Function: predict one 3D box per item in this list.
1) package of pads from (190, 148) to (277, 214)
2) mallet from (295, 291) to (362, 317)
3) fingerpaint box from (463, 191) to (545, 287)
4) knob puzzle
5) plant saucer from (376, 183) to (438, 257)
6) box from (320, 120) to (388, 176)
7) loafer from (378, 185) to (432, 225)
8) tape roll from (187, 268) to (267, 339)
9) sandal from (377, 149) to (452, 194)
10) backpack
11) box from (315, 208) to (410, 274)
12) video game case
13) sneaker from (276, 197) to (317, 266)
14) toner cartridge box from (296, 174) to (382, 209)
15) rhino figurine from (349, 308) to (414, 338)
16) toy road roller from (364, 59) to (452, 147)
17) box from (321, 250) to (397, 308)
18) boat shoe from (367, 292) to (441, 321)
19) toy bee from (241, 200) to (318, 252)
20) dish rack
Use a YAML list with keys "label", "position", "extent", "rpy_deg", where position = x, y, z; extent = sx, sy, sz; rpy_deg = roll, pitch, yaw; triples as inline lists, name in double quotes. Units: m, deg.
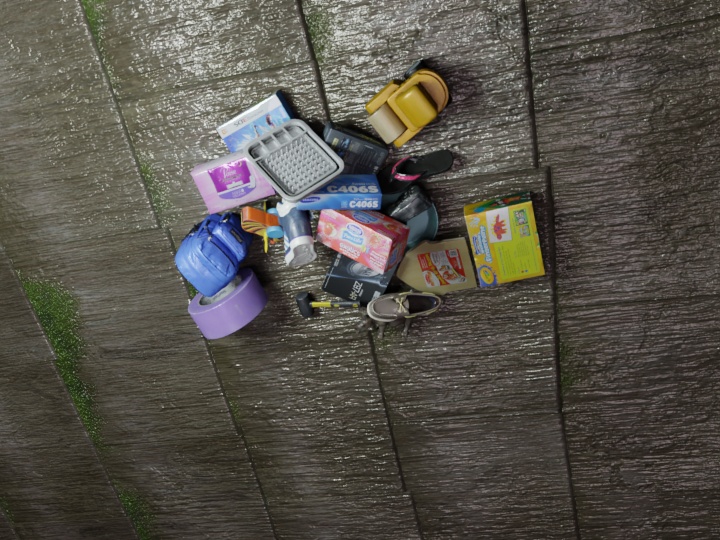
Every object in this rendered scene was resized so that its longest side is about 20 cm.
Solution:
- label: "package of pads"
  position: [-0.303, -0.223, 1.694]
  extent: [0.197, 0.076, 0.122]
  rpy_deg: [-15, 116, 19]
- label: "mallet"
  position: [-0.088, 0.082, 1.866]
  extent: [0.198, 0.041, 0.066]
  rpy_deg: [-10, 119, 33]
- label: "fingerpaint box"
  position: [0.356, -0.076, 1.726]
  extent: [0.164, 0.074, 0.202]
  rpy_deg: [-12, 115, 13]
- label: "knob puzzle"
  position: [0.188, -0.012, 1.796]
  extent: [0.216, 0.031, 0.221]
  rpy_deg: [4, 137, 3]
- label: "plant saucer"
  position: [0.098, -0.129, 1.757]
  extent: [0.197, 0.036, 0.203]
  rpy_deg: [4, 118, 7]
- label: "box"
  position: [-0.045, -0.241, 1.685]
  extent: [0.156, 0.051, 0.202]
  rpy_deg: [15, 120, -23]
- label: "loafer"
  position: [0.087, -0.126, 1.700]
  extent: [0.200, 0.068, 0.070]
  rpy_deg: [-35, 114, 26]
- label: "tape roll"
  position: [-0.349, 0.085, 1.842]
  extent: [0.198, 0.201, 0.086]
  rpy_deg: [-22, 113, 18]
- label: "sandal"
  position: [0.123, -0.244, 1.669]
  extent: [0.197, 0.045, 0.076]
  rpy_deg: [-21, 69, 12]
- label: "backpack"
  position: [-0.373, -0.048, 1.774]
  extent: [0.162, 0.201, 0.167]
  rpy_deg: [43, 116, -14]
- label: "box"
  position: [0.005, -0.087, 1.646]
  extent: [0.198, 0.099, 0.097]
  rpy_deg: [28, 122, 20]
- label: "video game case"
  position: [-0.223, -0.307, 1.703]
  extent: [0.179, 0.046, 0.201]
  rpy_deg: [-24, 112, 20]
- label: "sneaker"
  position: [-0.159, -0.104, 1.706]
  extent: [0.079, 0.200, 0.149]
  rpy_deg: [-13, 76, -10]
- label: "toner cartridge box"
  position: [-0.054, -0.185, 1.633]
  extent: [0.197, 0.096, 0.044]
  rpy_deg: [-1, 126, -10]
- label: "rhino figurine"
  position: [0.059, 0.130, 1.849]
  extent: [0.197, 0.060, 0.089]
  rpy_deg: [-4, 118, -25]
- label: "toy road roller"
  position: [0.107, -0.365, 1.566]
  extent: [0.199, 0.147, 0.123]
  rpy_deg: [-36, 108, 23]
- label: "box"
  position: [0.000, 0.000, 1.812]
  extent: [0.158, 0.044, 0.201]
  rpy_deg: [22, 132, -4]
- label: "boat shoe"
  position: [0.115, 0.090, 1.808]
  extent: [0.197, 0.073, 0.059]
  rpy_deg: [-2, 167, -23]
- label: "toy bee"
  position: [-0.225, -0.100, 1.780]
  extent: [0.198, 0.132, 0.108]
  rpy_deg: [30, 143, -21]
- label: "dish rack"
  position: [-0.151, -0.244, 1.588]
  extent: [0.200, 0.171, 0.044]
  rpy_deg: [46, 156, 24]
